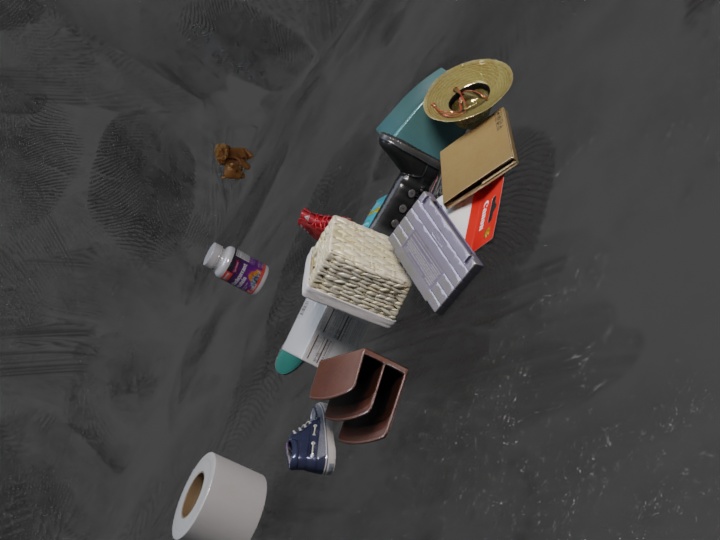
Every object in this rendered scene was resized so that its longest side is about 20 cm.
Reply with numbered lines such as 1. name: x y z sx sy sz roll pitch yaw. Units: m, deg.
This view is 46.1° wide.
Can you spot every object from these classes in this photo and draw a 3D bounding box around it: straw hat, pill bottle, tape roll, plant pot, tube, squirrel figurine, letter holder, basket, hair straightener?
1. straw hat: 0.229 -0.341 1.752 0.198 0.086 0.203 -16 42 14
2. pill bottle: -0.410 -0.009 2.780 0.112 0.198 0.112 -50 22 29
3. tape roll: -0.318 0.531 1.907 0.203 0.138 0.204 -50 23 30
4. plant pot: 0.159 -0.334 1.875 0.201 0.141 0.142 -50 21 11
5. tube: 0.023 -0.098 2.037 0.077 0.050 0.202 -16 43 54
6. squirrel figurine: -0.619 -0.507 3.996 0.141 0.199 0.188 -43 17 30
7. letter holder: -0.017 0.242 1.589 0.199 0.100 0.144 -24 43 60
8. basket: 0.000 0.000 1.669 0.137 0.197 0.124 -85 20 -51
9. hair straightener: 0.164 -0.148 1.760 0.202 0.041 0.077 -61 19 -9

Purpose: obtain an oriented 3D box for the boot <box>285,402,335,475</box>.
1. boot: -0.104 0.326 1.686 0.201 0.089 0.074 -109 31 -65

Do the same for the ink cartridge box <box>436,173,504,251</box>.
1. ink cartridge box: 0.186 -0.093 1.599 0.200 0.047 0.162 -37 31 53

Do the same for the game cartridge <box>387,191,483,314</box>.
1. game cartridge: 0.134 -0.032 1.557 0.130 0.038 0.201 -55 47 29

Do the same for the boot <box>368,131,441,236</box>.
1. boot: 0.069 -0.172 1.808 0.202 0.163 0.066 -61 20 13

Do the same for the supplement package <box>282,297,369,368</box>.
1. supplement package: -0.065 0.116 1.862 0.202 0.110 0.155 -63 20 -7

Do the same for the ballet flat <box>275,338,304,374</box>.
1. ballet flat: -0.138 0.169 2.071 0.202 0.071 0.072 -57 20 13

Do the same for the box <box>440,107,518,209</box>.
1. box: 0.225 -0.220 1.644 0.163 0.021 0.201 -34 29 25

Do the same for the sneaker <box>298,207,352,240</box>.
1. sneaker: -0.107 -0.122 2.285 0.199 0.115 0.079 -21 43 62
